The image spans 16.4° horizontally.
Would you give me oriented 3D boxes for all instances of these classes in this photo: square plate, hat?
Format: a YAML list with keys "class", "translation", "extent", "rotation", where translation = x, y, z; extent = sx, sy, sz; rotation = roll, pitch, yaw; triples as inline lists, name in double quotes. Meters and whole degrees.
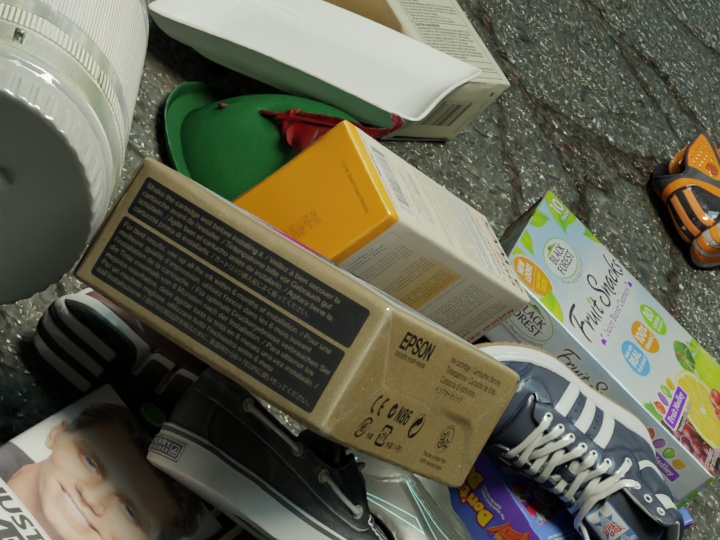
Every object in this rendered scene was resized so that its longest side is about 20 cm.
- class: "square plate"
  translation: [-0.030, -0.149, 1.711]
  extent: [0.197, 0.029, 0.200]
  rotation: [24, 19, 9]
- class: "hat"
  translation: [-0.009, -0.094, 1.594]
  extent: [0.165, 0.176, 0.201]
  rotation: [20, 39, -42]

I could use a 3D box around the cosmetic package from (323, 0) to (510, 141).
- class: "cosmetic package"
  translation: [0.015, -0.196, 1.871]
  extent: [0.105, 0.071, 0.201]
  rotation: [-1, 55, -55]

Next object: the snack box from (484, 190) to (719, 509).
- class: "snack box"
  translation: [0.167, 0.055, 1.696]
  extent: [0.200, 0.053, 0.142]
  rotation: [45, 27, -5]

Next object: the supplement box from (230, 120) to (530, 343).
- class: "supplement box"
  translation: [0.000, 0.000, 1.500]
  extent: [0.200, 0.126, 0.074]
  rotation: [31, 28, -58]

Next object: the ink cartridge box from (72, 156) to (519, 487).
- class: "ink cartridge box"
  translation: [-0.028, 0.030, 1.282]
  extent: [0.164, 0.075, 0.200]
  rotation: [32, 1, 25]

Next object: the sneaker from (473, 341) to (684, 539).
- class: "sneaker"
  translation: [0.126, 0.120, 1.537]
  extent: [0.199, 0.070, 0.109]
  rotation: [27, 32, -40]

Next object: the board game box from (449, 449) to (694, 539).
- class: "board game box"
  translation: [0.126, 0.137, 1.639]
  extent: [0.135, 0.045, 0.200]
  rotation: [57, 29, 16]

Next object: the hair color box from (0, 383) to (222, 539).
- class: "hair color box"
  translation: [-0.158, 0.135, 1.220]
  extent: [0.100, 0.060, 0.200]
  rotation: [51, 27, 3]

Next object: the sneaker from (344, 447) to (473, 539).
- class: "sneaker"
  translation: [0.047, 0.185, 1.459]
  extent: [0.200, 0.075, 0.079]
  rotation: [44, 41, 6]

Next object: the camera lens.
- class: "camera lens"
  translation: [-0.200, -0.096, 1.345]
  extent: [0.160, 0.160, 0.201]
  rotation: [36, 30, -22]

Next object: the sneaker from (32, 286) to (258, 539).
- class: "sneaker"
  translation: [-0.084, 0.071, 1.397]
  extent: [0.200, 0.076, 0.116]
  rotation: [45, 25, -5]

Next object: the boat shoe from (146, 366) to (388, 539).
- class: "boat shoe"
  translation: [-0.026, 0.115, 1.301]
  extent: [0.200, 0.068, 0.072]
  rotation: [39, -14, -36]

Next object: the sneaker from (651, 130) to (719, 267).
- class: "sneaker"
  translation: [0.323, -0.066, 2.141]
  extent: [0.199, 0.078, 0.113]
  rotation: [2, 53, -54]
